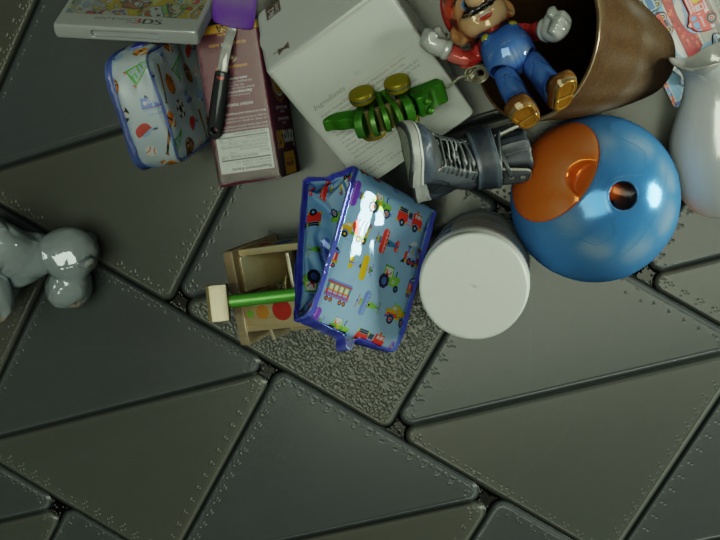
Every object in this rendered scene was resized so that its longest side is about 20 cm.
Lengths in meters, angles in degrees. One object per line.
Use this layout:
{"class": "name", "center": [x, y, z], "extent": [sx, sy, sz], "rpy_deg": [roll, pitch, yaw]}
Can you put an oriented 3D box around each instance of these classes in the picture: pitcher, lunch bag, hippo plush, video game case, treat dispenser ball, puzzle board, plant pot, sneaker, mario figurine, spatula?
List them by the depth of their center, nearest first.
{"class": "mario figurine", "center": [0.145, -0.254, 1.115], "extent": [0.200, 0.123, 0.106], "rpy_deg": [59, 144, 28]}
{"class": "sneaker", "center": [0.119, -0.132, 1.152], "extent": [0.146, 0.202, 0.077], "rpy_deg": [-11, 83, 6]}
{"class": "plant pot", "center": [0.271, -0.259, 1.208], "extent": [0.187, 0.200, 0.187], "rpy_deg": [-1, 89, 53]}
{"class": "lunch bag", "center": [0.000, 0.000, 1.232], "extent": [0.094, 0.150, 0.200], "rpy_deg": [-9, 66, 44]}
{"class": "pitcher", "center": [0.445, -0.180, 1.240], "extent": [0.171, 0.121, 0.200], "rpy_deg": [-29, 121, -29]}
{"class": "treat dispenser ball", "center": [0.281, -0.086, 1.241], "extent": [0.201, 0.201, 0.201], "rpy_deg": [2, 100, 9]}
{"class": "spatula", "center": [-0.165, -0.259, 1.262], "extent": [0.056, 0.021, 0.200], "rpy_deg": [13, 102, 6]}
{"class": "puzzle board", "center": [0.414, -0.324, 1.272], "extent": [0.151, 0.017, 0.200], "rpy_deg": [-26, 95, 13]}
{"class": "video game case", "center": [-0.265, -0.352, 1.299], "extent": [0.182, 0.200, 0.023], "rpy_deg": [5, 137, 8]}
{"class": "lunch bag", "center": [-0.249, -0.224, 1.307], "extent": [0.075, 0.200, 0.160], "rpy_deg": [-12, 111, 13]}
{"class": "hippo plush", "center": [-0.445, -0.025, 1.422], "extent": [0.161, 0.159, 0.200], "rpy_deg": [-1, 118, -21]}

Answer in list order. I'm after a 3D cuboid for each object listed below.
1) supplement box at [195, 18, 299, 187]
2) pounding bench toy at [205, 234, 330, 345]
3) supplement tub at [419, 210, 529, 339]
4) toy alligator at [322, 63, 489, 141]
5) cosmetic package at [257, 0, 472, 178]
{"class": "supplement box", "center": [-0.144, -0.215, 1.334], "extent": [0.086, 0.110, 0.200], "rpy_deg": [-7, 99, 11]}
{"class": "pounding bench toy", "center": [-0.084, 0.024, 1.305], "extent": [0.156, 0.200, 0.124], "rpy_deg": [-6, 99, 24]}
{"class": "supplement tub", "center": [0.145, 0.001, 1.278], "extent": [0.132, 0.200, 0.132], "rpy_deg": [2, 100, 9]}
{"class": "toy alligator", "center": [0.056, -0.186, 1.159], "extent": [0.200, 0.054, 0.059], "rpy_deg": [-18, 127, 1]}
{"class": "cosmetic package", "center": [0.002, -0.248, 1.240], "extent": [0.165, 0.165, 0.200], "rpy_deg": [-33, 125, 13]}
